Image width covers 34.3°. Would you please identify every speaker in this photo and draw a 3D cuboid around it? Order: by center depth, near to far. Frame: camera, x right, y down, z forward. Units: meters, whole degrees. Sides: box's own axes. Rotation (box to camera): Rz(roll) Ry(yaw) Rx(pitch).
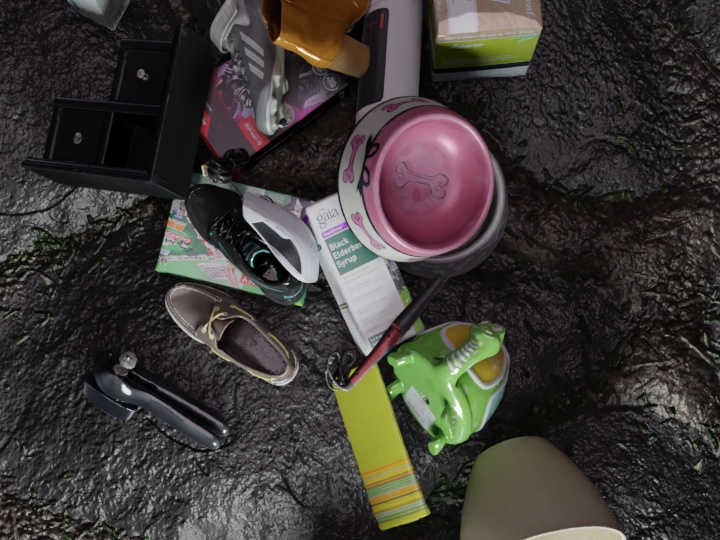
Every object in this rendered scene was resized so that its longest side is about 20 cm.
[{"bbox_3d":[0.038,-0.261,1.488,0.080,0.082,0.203,4,65,2],"label":"speaker"}]

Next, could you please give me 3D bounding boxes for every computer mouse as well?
[{"bbox_3d":[-0.110,-0.072,1.435,0.044,0.110,0.200,-42,87,17],"label":"computer mouse"}]

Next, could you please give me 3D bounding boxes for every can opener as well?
[{"bbox_3d":[-0.256,0.164,1.482,0.197,0.079,0.064,24,44,1],"label":"can opener"}]

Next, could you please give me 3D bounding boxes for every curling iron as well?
[{"bbox_3d":[0.033,0.070,1.410,0.199,0.026,0.050,-41,96,-9],"label":"curling iron"}]

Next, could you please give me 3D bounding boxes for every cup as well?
[{"bbox_3d":[0.201,0.286,1.397,0.197,0.201,0.145,-14,56,-1],"label":"cup"}]

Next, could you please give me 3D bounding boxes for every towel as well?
[{"bbox_3d":[0.025,0.218,1.458,0.085,0.018,0.203,-26,79,41],"label":"towel"}]

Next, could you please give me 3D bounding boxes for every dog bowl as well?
[{"bbox_3d":[0.074,-0.106,1.394,0.197,0.074,0.204,-4,99,-25],"label":"dog bowl"},{"bbox_3d":[0.098,-0.094,1.502,0.196,0.059,0.204,0,82,0],"label":"dog bowl"}]

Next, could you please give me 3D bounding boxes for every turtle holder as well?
[{"bbox_3d":[0.112,0.119,1.416,0.131,0.188,0.141,-31,45,-23],"label":"turtle holder"}]

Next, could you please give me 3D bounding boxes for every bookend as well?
[{"bbox_3d":[-0.304,-0.206,1.479,0.195,0.092,0.204,8,82,22],"label":"bookend"}]

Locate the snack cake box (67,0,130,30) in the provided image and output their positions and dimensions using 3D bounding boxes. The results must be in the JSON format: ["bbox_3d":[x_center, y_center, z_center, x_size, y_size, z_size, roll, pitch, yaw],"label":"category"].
[{"bbox_3d":[-0.316,-0.432,1.527,0.066,0.115,0.202,26,83,5],"label":"snack cake box"}]

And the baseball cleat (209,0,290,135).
[{"bbox_3d":[-0.140,-0.266,1.483,0.104,0.070,0.204,0,71,8],"label":"baseball cleat"}]

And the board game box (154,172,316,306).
[{"bbox_3d":[-0.155,-0.043,1.515,0.196,0.029,0.137,14,84,3],"label":"board game box"}]

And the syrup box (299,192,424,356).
[{"bbox_3d":[0.000,0.000,1.464,0.078,0.081,0.203,-24,91,-10],"label":"syrup box"}]

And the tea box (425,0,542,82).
[{"bbox_3d":[0.148,-0.365,1.467,0.131,0.197,0.204,-4,82,1],"label":"tea box"}]

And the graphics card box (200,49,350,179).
[{"bbox_3d":[-0.125,-0.229,1.529,0.199,0.051,0.126,-35,82,-5],"label":"graphics card box"}]

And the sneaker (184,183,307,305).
[{"bbox_3d":[-0.144,-0.042,1.461,0.199,0.079,0.076,41,86,7],"label":"sneaker"}]

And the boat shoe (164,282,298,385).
[{"bbox_3d":[-0.166,0.077,1.483,0.199,0.060,0.072,35,85,5],"label":"boat shoe"}]

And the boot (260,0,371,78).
[{"bbox_3d":[-0.059,-0.338,1.471,0.142,0.071,0.204,21,44,-30],"label":"boot"}]
